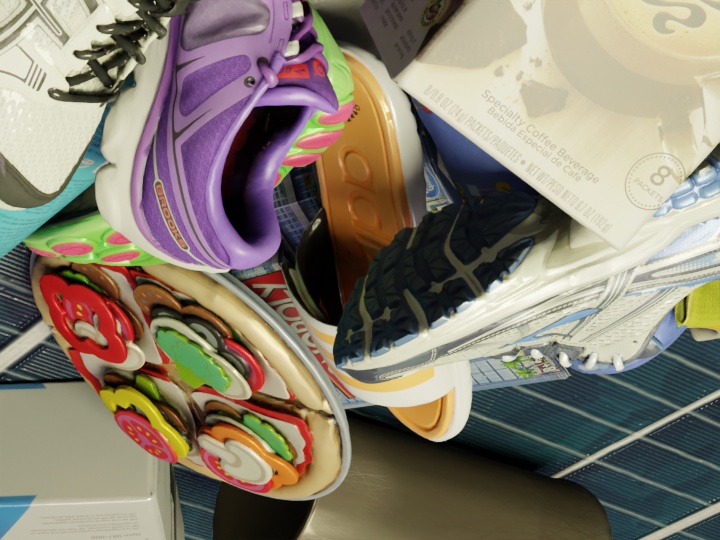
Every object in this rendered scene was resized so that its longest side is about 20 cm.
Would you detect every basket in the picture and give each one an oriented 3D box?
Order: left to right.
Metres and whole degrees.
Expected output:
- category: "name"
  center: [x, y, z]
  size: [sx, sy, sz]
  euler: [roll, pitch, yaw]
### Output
- category: "basket"
  center: [0.022, 0.165, 1.155]
  size: [0.200, 0.136, 0.180]
  euler: [25, 143, -32]

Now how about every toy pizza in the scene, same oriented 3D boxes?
- category: "toy pizza"
  center: [-0.094, 0.055, 0.966]
  size: [0.200, 0.032, 0.200]
  euler: [26, 147, 19]

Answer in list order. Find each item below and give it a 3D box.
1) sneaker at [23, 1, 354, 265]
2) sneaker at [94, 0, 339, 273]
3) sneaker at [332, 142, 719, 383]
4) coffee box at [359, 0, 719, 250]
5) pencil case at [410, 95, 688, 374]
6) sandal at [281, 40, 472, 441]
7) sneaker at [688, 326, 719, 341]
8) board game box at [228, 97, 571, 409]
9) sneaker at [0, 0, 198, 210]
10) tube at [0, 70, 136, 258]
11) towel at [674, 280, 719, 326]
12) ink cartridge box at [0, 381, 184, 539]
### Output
- category: "sneaker"
  center: [-0.079, -0.061, 0.834]
  size: [0.200, 0.084, 0.077]
  euler: [-32, 151, 35]
- category: "sneaker"
  center: [-0.038, -0.096, 0.708]
  size: [0.083, 0.201, 0.081]
  euler: [19, -163, 34]
- category: "sneaker"
  center: [0.081, 0.011, 0.760]
  size: [0.200, 0.077, 0.085]
  euler: [-25, 121, 23]
- category: "coffee box"
  center: [0.109, -0.124, 0.661]
  size: [0.113, 0.080, 0.200]
  euler: [34, 106, -24]
- category: "pencil case"
  center: [0.084, -0.050, 0.812]
  size: [0.078, 0.087, 0.200]
  euler: [19, 146, 56]
- category: "sandal"
  center: [-0.006, -0.003, 0.847]
  size: [0.079, 0.059, 0.207]
  euler: [22, 135, 44]
- category: "sneaker"
  center: [0.159, -0.015, 0.934]
  size: [0.090, 0.075, 0.200]
  euler: [-27, 140, 25]
- category: "board game box"
  center: [-0.019, 0.013, 0.973]
  size: [0.199, 0.062, 0.200]
  euler: [-17, 145, 19]
- category: "sneaker"
  center: [-0.086, -0.104, 0.648]
  size: [0.076, 0.088, 0.200]
  euler: [-15, 128, -59]
- category: "tube"
  center: [-0.151, -0.034, 0.802]
  size: [0.200, 0.050, 0.077]
  euler: [-39, 160, 28]
- category: "towel"
  center: [0.210, -0.016, 0.874]
  size: [0.018, 0.086, 0.200]
  euler: [-2, 178, 45]
- category: "ink cartridge box"
  center: [-0.187, 0.152, 1.154]
  size: [0.144, 0.084, 0.200]
  euler: [-2, 146, -1]
